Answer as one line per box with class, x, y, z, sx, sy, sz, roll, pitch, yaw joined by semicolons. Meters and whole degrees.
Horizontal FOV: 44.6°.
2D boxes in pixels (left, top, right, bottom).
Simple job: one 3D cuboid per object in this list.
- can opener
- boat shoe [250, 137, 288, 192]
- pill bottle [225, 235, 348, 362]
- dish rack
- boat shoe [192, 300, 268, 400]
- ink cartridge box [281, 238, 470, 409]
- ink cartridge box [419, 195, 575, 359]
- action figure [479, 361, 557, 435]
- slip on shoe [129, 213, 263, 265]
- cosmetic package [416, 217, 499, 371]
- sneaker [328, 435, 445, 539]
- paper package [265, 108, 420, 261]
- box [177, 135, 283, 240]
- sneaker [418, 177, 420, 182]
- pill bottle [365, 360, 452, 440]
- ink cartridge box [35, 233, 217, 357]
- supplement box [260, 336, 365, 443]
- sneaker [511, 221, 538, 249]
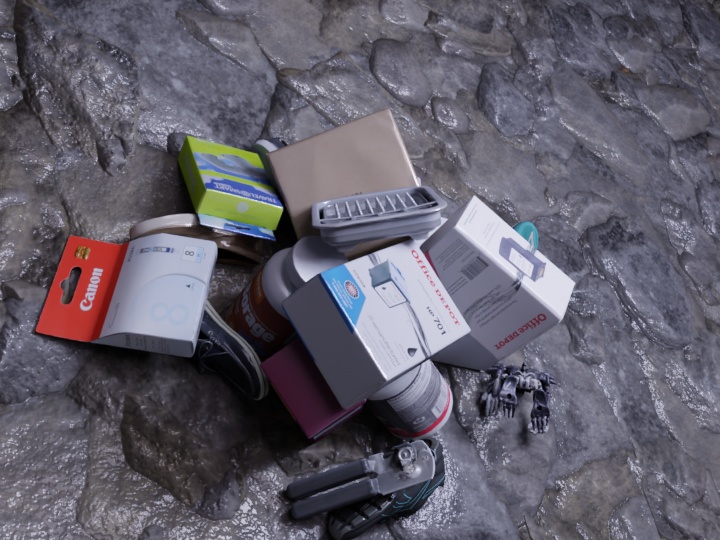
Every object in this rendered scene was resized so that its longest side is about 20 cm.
can opener;0.005;0.277;1.151;0.199;0.067;0.053;-20;66;6
boat shoe;-0.093;-0.136;1.407;0.200;0.070;0.066;47;46;10
pill bottle;-0.098;0.039;1.189;0.112;0.200;0.113;18;52;-24
dish rack;0.022;-0.069;1.158;0.171;0.200;0.044;-10;105;-2
boat shoe;-0.200;0.100;1.170;0.200;0.075;0.062;47;51;9
ink cartridge box;0.023;0.058;1.064;0.200;0.086;0.147;-23;77;-51
ink cartridge box;0.185;0.014;1.269;0.200;0.145;0.084;40;47;-5
action figure;0.250;0.200;1.390;0.118;0.102;0.200;16;6;9
slip on shoe;-0.228;-0.037;1.247;0.200;0.076;0.061;2;71;-40
cosmetic package;0.141;0.036;1.408;0.199;0.123;0.201;14;53;-26
sneaker;0.045;0.311;1.192;0.200;0.075;0.079;-32;118;-27
paper package;-0.017;-0.114;1.303;0.199;0.103;0.191;-21;85;-2
box;-0.191;-0.123;1.285;0.122;0.048;0.200;12;28;-28
sneaker;0.061;-0.109;1.460;0.200;0.075;0.081;-14;83;-62
pill bottle;0.045;0.146;1.217;0.200;0.110;0.111;54;32;-45
ink cartridge box;-0.297;0.020;1.129;0.199;0.047;0.160;10;53;-5
supplement box;-0.059;0.154;1.134;0.086;0.200;0.111;-33;80;-8
sneaker;0.288;-0.021;1.576;0.077;0.080;0.200;37;46;-7
